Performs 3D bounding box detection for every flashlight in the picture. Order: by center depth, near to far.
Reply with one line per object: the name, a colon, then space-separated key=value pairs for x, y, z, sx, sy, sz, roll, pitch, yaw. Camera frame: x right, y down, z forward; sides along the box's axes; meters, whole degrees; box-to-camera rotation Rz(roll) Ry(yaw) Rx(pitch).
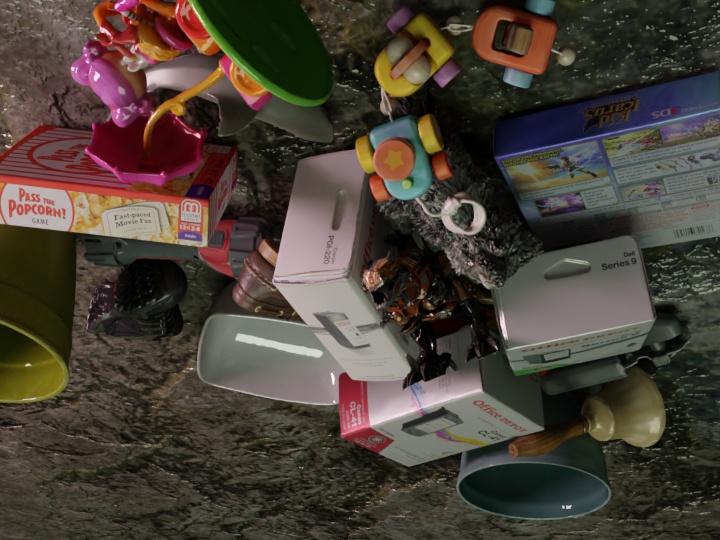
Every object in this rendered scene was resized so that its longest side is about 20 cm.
flashlight: x=-0.194 y=-0.025 z=1.060 sx=0.196 sy=0.068 sz=0.069 roll=1 pitch=115 yaw=14

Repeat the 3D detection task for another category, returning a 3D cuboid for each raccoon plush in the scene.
raccoon plush: x=0.080 y=-0.068 z=0.851 sx=0.133 sy=0.097 sz=0.201 roll=37 pitch=167 yaw=38

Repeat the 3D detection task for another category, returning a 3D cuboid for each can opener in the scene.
can opener: x=0.301 y=0.097 z=1.183 sx=0.198 sy=0.053 sz=0.067 roll=-26 pitch=101 yaw=38

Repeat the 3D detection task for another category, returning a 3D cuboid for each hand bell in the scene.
hand bell: x=0.258 y=0.186 z=1.187 sx=0.197 sy=0.105 sz=0.104 roll=-12 pitch=157 yaw=-29

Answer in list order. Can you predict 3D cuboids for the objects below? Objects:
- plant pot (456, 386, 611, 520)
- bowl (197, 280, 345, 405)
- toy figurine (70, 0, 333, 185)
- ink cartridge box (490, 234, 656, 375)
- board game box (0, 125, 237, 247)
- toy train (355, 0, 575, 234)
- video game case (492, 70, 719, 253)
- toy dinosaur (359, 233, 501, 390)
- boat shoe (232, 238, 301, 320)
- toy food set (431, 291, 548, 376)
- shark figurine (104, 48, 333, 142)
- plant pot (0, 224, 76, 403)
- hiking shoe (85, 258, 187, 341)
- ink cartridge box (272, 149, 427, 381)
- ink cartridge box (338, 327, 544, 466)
plant pot: x=0.228 y=0.230 z=1.311 sx=0.196 sy=0.136 sz=0.202 roll=4 pitch=147 yaw=3
bowl: x=-0.091 y=0.080 z=1.191 sx=0.196 sy=0.076 sz=0.201 roll=12 pitch=147 yaw=-7
toy figurine: x=-0.151 y=-0.152 z=0.748 sx=0.183 sy=0.151 sz=0.200 roll=-36 pitch=108 yaw=27
ink cartridge box: x=0.208 y=0.041 z=0.988 sx=0.143 sy=0.086 sz=0.200 roll=-13 pitch=166 yaw=9
board game box: x=-0.220 y=-0.079 z=0.896 sx=0.196 sy=0.152 sz=0.047 roll=6 pitch=114 yaw=0
toy train: x=0.074 y=-0.128 z=0.778 sx=0.148 sy=0.056 sz=0.203 roll=22 pitch=110 yaw=6
video game case: x=0.241 y=-0.085 z=0.902 sx=0.197 sy=0.046 sz=0.182 roll=-10 pitch=146 yaw=23
toy dinosaur: x=0.074 y=0.025 z=0.935 sx=0.198 sy=0.138 sz=0.102 roll=-12 pitch=166 yaw=-39
boat shoe: x=-0.070 y=0.017 z=1.032 sx=0.070 sy=0.071 sz=0.199 roll=38 pitch=-172 yaw=24
toy food set: x=0.143 y=0.087 z=1.185 sx=0.196 sy=0.049 sz=0.199 roll=-1 pitch=146 yaw=13
shark figurine: x=-0.130 y=-0.143 z=0.843 sx=0.210 sy=0.091 sz=0.129 roll=3 pitch=146 yaw=1
plant pot: x=-0.370 y=0.001 z=1.005 sx=0.196 sy=0.196 sz=0.202 roll=5 pitch=148 yaw=3
hiking shoe: x=-0.242 y=0.037 z=1.165 sx=0.100 sy=0.077 sz=0.199 roll=20 pitch=155 yaw=-35
ink cartridge box: x=0.000 y=0.000 z=0.982 sx=0.083 sy=0.148 sz=0.201 roll=-4 pitch=146 yaw=21
ink cartridge box: x=0.093 y=0.151 z=1.151 sx=0.198 sy=0.087 sz=0.147 roll=-21 pitch=144 yaw=32
